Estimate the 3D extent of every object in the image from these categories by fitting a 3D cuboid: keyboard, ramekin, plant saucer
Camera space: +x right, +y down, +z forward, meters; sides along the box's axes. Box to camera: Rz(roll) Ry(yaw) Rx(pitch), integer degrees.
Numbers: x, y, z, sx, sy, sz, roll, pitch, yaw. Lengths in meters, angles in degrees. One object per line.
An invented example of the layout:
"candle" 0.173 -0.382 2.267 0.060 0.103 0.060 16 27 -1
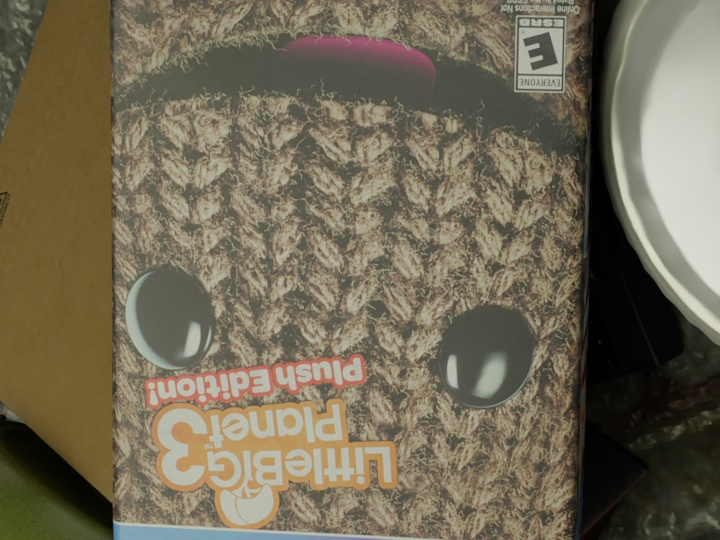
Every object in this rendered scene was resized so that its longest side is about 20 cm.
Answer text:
"keyboard" 0.056 -0.048 0.754 0.104 0.040 0.201 -21 97 42
"ramekin" 0.168 -0.052 0.643 0.201 0.094 0.204 13 115 30
"plant saucer" -0.096 0.115 0.840 0.199 0.200 0.031 30 93 21

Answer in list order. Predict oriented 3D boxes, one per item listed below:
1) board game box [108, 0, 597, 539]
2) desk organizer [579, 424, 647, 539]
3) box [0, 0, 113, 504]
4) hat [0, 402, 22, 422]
"board game box" 0.000 0.000 0.689 0.158 0.097 0.202 1 100 8
"desk organizer" 0.007 0.063 0.816 0.200 0.072 0.077 37 128 17
"box" -0.101 -0.028 0.809 0.163 0.021 0.201 33 106 45
"hat" -0.215 0.130 0.989 0.200 0.081 0.202 15 117 30
